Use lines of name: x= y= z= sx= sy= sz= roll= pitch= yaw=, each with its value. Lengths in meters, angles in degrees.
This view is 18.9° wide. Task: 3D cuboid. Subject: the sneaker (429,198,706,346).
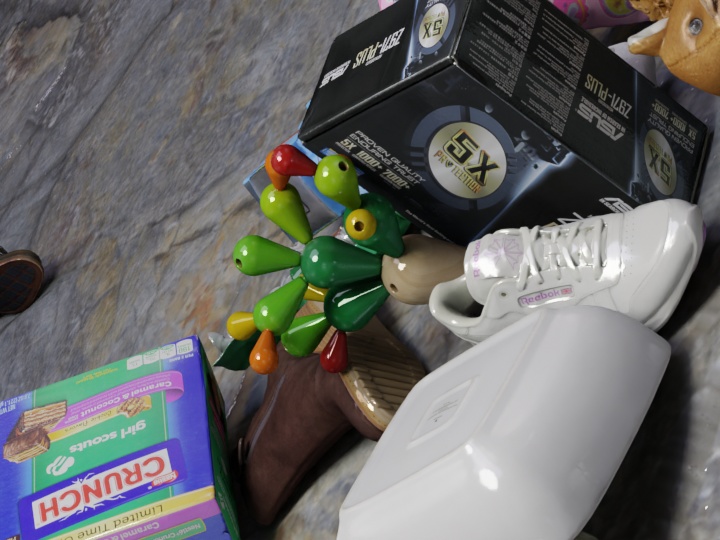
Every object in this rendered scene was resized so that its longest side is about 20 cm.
sneaker: x=0.123 y=0.007 z=1.312 sx=0.200 sy=0.099 sz=0.075 roll=-31 pitch=43 yaw=44

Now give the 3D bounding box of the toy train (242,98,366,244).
toy train: x=0.002 y=-0.101 z=1.647 sx=0.200 sy=0.087 sz=0.114 roll=-32 pitch=13 yaw=48

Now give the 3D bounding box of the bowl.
bowl: x=0.072 y=0.106 z=1.255 sx=0.200 sy=0.075 sz=0.200 roll=-32 pitch=17 yaw=44

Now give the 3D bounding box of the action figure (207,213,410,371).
action figure: x=-0.026 y=-0.002 z=1.624 sx=0.200 sy=0.055 sz=0.118 roll=-41 pitch=-7 yaw=13

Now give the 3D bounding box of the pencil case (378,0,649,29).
pencil case: x=0.106 y=-0.193 z=1.473 sx=0.087 sy=0.198 sz=0.088 roll=168 pitch=90 yaw=-75

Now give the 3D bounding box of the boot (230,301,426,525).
boot: x=-0.027 y=0.115 z=1.527 sx=0.167 sy=0.072 sz=0.200 roll=-62 pitch=24 yaw=18

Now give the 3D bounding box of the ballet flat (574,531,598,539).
ballet flat: x=0.068 y=0.216 z=1.238 sx=0.200 sy=0.068 sz=0.062 roll=-38 pitch=3 yaw=28

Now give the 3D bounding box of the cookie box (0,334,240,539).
cookie box: x=-0.180 y=0.156 z=1.593 sx=0.170 sy=0.076 sz=0.201 roll=-19 pitch=34 yaw=3

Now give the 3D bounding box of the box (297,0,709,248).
box: x=0.090 y=-0.086 z=1.362 sx=0.163 sy=0.199 sz=0.087 roll=-22 pitch=41 yaw=50

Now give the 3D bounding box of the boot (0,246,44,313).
boot: x=-0.385 y=-0.002 z=2.274 sx=0.200 sy=0.074 sz=0.098 roll=-32 pitch=38 yaw=46

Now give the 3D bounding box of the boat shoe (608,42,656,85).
boat shoe: x=0.123 y=-0.111 z=1.482 sx=0.201 sy=0.074 sz=0.087 roll=-24 pitch=41 yaw=46

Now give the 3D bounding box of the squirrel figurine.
squirrel figurine: x=0.238 y=-0.195 z=1.342 sx=0.200 sy=0.141 sz=0.188 roll=-177 pitch=107 yaw=-77

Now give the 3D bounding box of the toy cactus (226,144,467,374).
toy cactus: x=0.000 y=0.000 z=1.385 sx=0.103 sy=0.164 sz=0.201 roll=-91 pitch=8 yaw=-48
